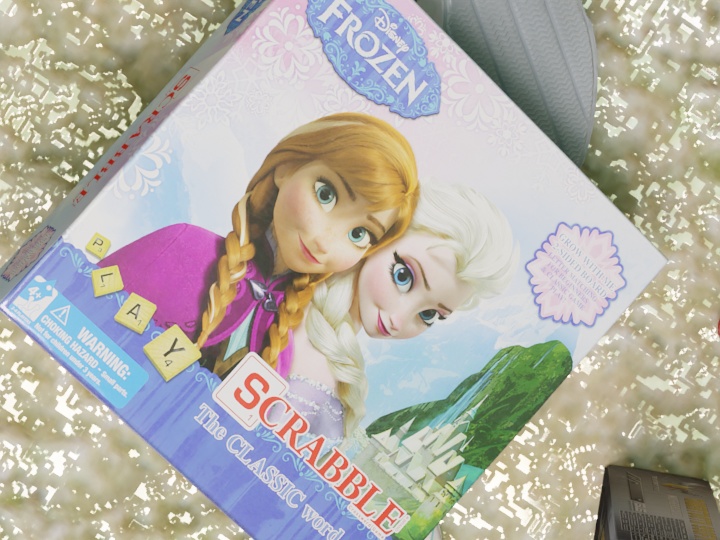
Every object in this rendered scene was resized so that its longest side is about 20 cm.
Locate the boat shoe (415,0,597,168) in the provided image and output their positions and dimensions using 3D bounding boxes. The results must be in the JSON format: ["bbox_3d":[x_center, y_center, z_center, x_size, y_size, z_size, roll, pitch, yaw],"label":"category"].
[{"bbox_3d":[0.049,-0.125,1.188,0.072,0.062,0.201,-17,114,-5],"label":"boat shoe"}]

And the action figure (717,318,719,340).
[{"bbox_3d":[0.240,0.028,1.175,0.199,0.099,0.066,-3,109,20],"label":"action figure"}]

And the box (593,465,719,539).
[{"bbox_3d":[0.111,0.174,1.156,0.048,0.200,0.159,10,96,3],"label":"box"}]

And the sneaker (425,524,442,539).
[{"bbox_3d":[0.011,0.147,1.214,0.070,0.080,0.201,-24,95,5],"label":"sneaker"}]

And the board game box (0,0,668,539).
[{"bbox_3d":[-0.011,0.002,1.145,0.200,0.041,0.200,43,85,-19],"label":"board game box"}]
